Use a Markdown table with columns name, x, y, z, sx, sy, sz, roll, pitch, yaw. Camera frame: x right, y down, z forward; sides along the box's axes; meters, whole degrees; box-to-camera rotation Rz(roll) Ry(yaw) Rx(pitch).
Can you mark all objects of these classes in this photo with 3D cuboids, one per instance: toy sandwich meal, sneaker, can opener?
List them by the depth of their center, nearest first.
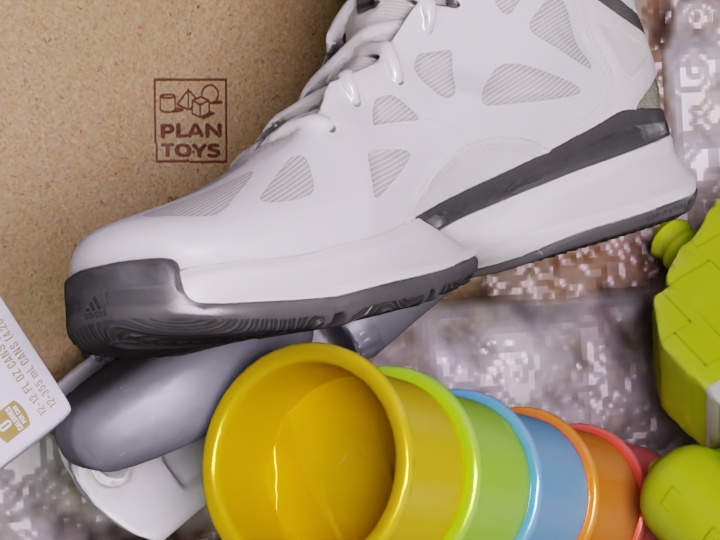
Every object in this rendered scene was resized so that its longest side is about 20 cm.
| name | x | y | z | sx | sy | sz | roll | pitch | yaw |
| --- | --- | --- | --- | --- | --- | --- | --- | --- | --- |
| sneaker | -0.003 | -0.049 | 0.673 | 0.200 | 0.075 | 0.116 | -17 | 95 | -44 |
| can opener | 0.000 | 0.000 | 0.744 | 0.200 | 0.066 | 0.053 | -40 | 108 | -23 |
| toy sandwich meal | -0.065 | -0.047 | 0.781 | 0.204 | 0.070 | 0.207 | -2 | 94 | -26 |

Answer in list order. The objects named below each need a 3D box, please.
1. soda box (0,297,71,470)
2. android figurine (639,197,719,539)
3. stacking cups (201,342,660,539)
| name | x | y | z | sx | sy | sz | roll | pitch | yaw |
| --- | --- | --- | --- | --- | --- | --- | --- | --- | --- |
| soda box | -0.160 | -0.025 | 0.674 | 0.068 | 0.064 | 0.201 | -39 | 102 | -34 |
| android figurine | 0.163 | 0.035 | 0.778 | 0.181 | 0.200 | 0.041 | -31 | 142 | -18 |
| stacking cups | 0.030 | 0.061 | 0.752 | 0.060 | 0.200 | 0.061 | -5 | 80 | 26 |
